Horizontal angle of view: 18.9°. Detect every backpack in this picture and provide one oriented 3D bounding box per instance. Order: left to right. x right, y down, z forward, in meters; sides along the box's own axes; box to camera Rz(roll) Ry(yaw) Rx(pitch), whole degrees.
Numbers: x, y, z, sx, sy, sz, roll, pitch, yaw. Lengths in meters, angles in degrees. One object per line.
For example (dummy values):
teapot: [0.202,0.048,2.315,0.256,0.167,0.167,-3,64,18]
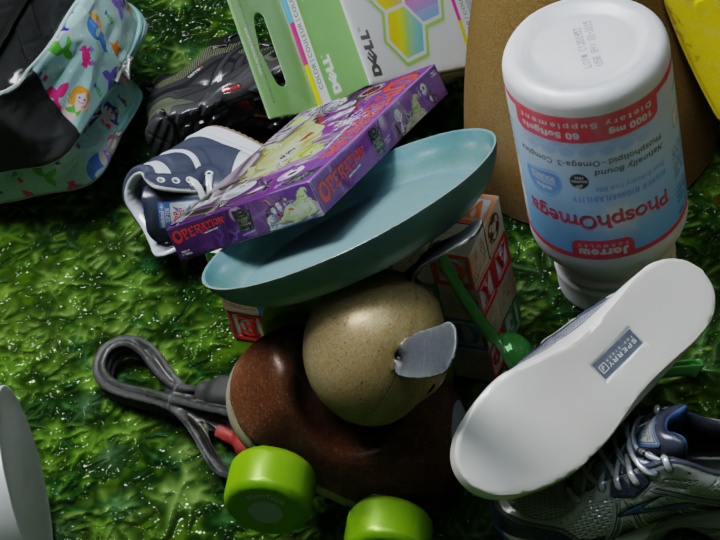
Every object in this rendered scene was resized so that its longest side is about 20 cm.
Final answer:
backpack: [-0.254,-0.154,1.643,0.176,0.151,0.201,-9,47,31]

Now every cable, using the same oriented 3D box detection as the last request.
cable: [-0.103,0.097,1.445,0.199,0.050,0.098,4,62,37]

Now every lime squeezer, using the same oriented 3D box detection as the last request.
lime squeezer: [0.117,0.052,1.372,0.199,0.071,0.038,25,34,-15]

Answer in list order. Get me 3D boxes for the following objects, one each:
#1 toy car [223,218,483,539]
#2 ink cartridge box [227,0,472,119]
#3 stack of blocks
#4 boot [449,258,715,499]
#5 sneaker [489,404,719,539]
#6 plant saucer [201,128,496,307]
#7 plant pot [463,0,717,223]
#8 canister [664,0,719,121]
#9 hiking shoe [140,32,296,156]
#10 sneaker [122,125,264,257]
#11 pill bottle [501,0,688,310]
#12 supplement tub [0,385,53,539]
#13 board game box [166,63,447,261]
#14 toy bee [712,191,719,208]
toy car: [0.022,0.057,1.290,0.157,0.200,0.165,23,49,-16]
ink cartridge box: [0.003,-0.180,1.576,0.199,0.105,0.059,-15,-5,-46]
stack of blocks: [0.000,0.000,1.445,0.198,0.116,0.059,8,46,24]
boot: [0.128,0.074,1.303,0.199,0.090,0.073,-36,83,-19]
sneaker: [0.173,0.117,1.294,0.198,0.086,0.077,-9,42,8]
plant saucer: [-0.003,-0.028,1.316,0.199,0.028,0.200,-24,15,7]
plant pot: [0.150,-0.167,1.517,0.184,0.201,0.187,-8,41,7]
canister: [0.290,-0.207,1.536,0.086,0.149,0.200,-13,29,32]
hiking shoe: [-0.075,-0.154,1.659,0.198,0.076,0.101,-16,46,0]
sneaker: [-0.082,-0.046,1.533,0.199,0.071,0.108,17,33,39]
pill bottle: [0.157,-0.070,1.410,0.108,0.201,0.109,-8,42,8]
supplement tub: [-0.303,0.154,1.348,0.198,0.145,0.145,-13,42,1]
board game box: [-0.032,-0.073,1.421,0.119,0.033,0.200,-13,19,31]
toy bee: [0.309,-0.046,1.410,0.130,0.109,0.200,-22,42,-8]
